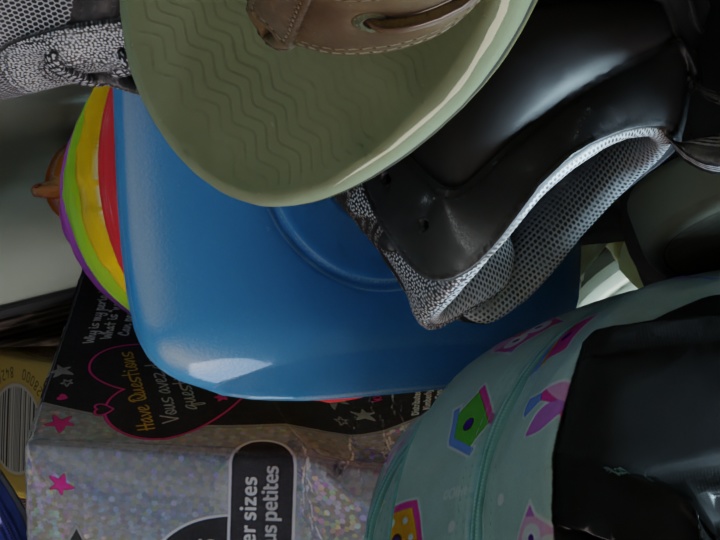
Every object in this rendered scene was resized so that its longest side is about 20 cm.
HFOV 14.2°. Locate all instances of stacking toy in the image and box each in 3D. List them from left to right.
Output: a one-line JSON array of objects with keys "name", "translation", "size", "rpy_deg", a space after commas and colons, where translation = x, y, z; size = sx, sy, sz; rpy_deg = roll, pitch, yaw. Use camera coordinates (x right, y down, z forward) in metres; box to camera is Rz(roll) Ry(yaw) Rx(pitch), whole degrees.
[{"name": "stacking toy", "translation": [-0.038, -0.023, 0.733], "size": [0.115, 0.111, 0.200], "rpy_deg": [-4, 180, -26]}]

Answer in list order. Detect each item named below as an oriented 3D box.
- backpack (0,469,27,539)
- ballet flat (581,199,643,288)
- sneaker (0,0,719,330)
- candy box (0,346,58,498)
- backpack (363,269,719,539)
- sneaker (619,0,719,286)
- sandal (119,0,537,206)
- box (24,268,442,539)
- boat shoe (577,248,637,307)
[{"name": "backpack", "translation": [-0.173, 0.083, 0.795], "size": [0.153, 0.191, 0.200], "rpy_deg": [-28, 172, -11]}, {"name": "ballet flat", "translation": [0.077, -0.026, 0.882], "size": [0.199, 0.068, 0.069], "rpy_deg": [-1, 123, -31]}, {"name": "sneaker", "translation": [-0.018, -0.039, 0.578], "size": [0.199, 0.115, 0.075], "rpy_deg": [-16, 169, 7]}, {"name": "candy box", "translation": [-0.037, 0.061, 1.023], "size": [0.116, 0.057, 0.199], "rpy_deg": [-1, -176, -40]}, {"name": "backpack", "translation": [0.102, 0.072, 0.633], "size": [0.199, 0.168, 0.126], "rpy_deg": [2, 160, -30]}, {"name": "sneaker", "translation": [0.091, -0.046, 0.696], "size": [0.074, 0.107, 0.200], "rpy_deg": [-16, 165, 5]}, {"name": "sandal", "translation": [0.006, -0.078, 0.471], "size": [0.057, 0.080, 0.201], "rpy_deg": [-43, 176, -41]}, {"name": "box", "translation": [-0.031, 0.105, 0.810], "size": [0.114, 0.201, 0.132], "rpy_deg": [2, -153, 4]}, {"name": "boat shoe", "translation": [0.163, -0.022, 1.032], "size": [0.201, 0.072, 0.060], "rpy_deg": [-29, -164, 12]}]
